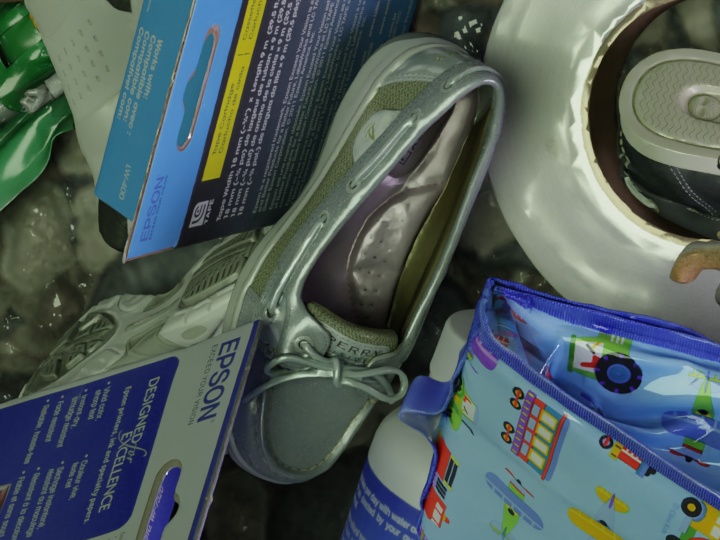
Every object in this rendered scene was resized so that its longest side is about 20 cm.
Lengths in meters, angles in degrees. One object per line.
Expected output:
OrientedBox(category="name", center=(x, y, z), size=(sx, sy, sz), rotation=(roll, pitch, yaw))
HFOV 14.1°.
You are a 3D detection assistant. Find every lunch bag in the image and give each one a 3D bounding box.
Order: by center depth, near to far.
OrientedBox(category="lunch bag", center=(0.104, 0.094, 1.103), size=(0.200, 0.094, 0.151), rotation=(24, 142, 10))

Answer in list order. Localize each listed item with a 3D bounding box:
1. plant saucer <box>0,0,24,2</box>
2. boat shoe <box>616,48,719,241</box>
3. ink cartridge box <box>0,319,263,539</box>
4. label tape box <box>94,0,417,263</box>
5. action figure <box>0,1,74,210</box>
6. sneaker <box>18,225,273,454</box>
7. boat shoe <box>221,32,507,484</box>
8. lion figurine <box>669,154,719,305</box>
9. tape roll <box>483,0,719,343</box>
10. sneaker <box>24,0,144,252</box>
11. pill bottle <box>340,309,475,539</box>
OrientedBox(category="plant saucer", center=(-0.161, -0.221, 1.305), size=(0.200, 0.029, 0.201), rotation=(-2, 83, 19))
OrientedBox(category="boat shoe", center=(0.197, -0.027, 1.149), size=(0.200, 0.072, 0.068), rotation=(20, 144, 14))
OrientedBox(category="ink cartridge box", center=(-0.129, 0.127, 1.184), size=(0.200, 0.198, 0.047), rotation=(-16, 129, 30))
OrientedBox(category="label tape box", center=(-0.053, -0.091, 1.207), size=(0.063, 0.200, 0.145), rotation=(23, 107, 23))
OrientedBox(category="action figure", center=(-0.154, -0.103, 1.337), size=(0.200, 0.055, 0.118), rotation=(-38, 79, 21))
OrientedBox(category="sneaker", center=(-0.077, 0.056, 1.315), size=(0.200, 0.078, 0.099), rotation=(-25, 115, 39))
OrientedBox(category="boat shoe", center=(0.002, 0.000, 1.212), size=(0.074, 0.065, 0.202), rotation=(24, 97, -27))
OrientedBox(category="lion figurine", center=(0.181, 0.027, 1.093), size=(0.122, 0.200, 0.073), rotation=(32, 75, 20))
OrientedBox(category="tape roll", center=(0.146, -0.065, 1.211), size=(0.202, 0.037, 0.203), rotation=(5, 101, 25))
OrientedBox(category="sneaker", center=(-0.105, -0.097, 1.279), size=(0.080, 0.074, 0.200), rotation=(16, 127, 16))
OrientedBox(category="pill bottle", center=(0.047, 0.124, 1.246), size=(0.112, 0.112, 0.200), rotation=(24, 108, 20))
